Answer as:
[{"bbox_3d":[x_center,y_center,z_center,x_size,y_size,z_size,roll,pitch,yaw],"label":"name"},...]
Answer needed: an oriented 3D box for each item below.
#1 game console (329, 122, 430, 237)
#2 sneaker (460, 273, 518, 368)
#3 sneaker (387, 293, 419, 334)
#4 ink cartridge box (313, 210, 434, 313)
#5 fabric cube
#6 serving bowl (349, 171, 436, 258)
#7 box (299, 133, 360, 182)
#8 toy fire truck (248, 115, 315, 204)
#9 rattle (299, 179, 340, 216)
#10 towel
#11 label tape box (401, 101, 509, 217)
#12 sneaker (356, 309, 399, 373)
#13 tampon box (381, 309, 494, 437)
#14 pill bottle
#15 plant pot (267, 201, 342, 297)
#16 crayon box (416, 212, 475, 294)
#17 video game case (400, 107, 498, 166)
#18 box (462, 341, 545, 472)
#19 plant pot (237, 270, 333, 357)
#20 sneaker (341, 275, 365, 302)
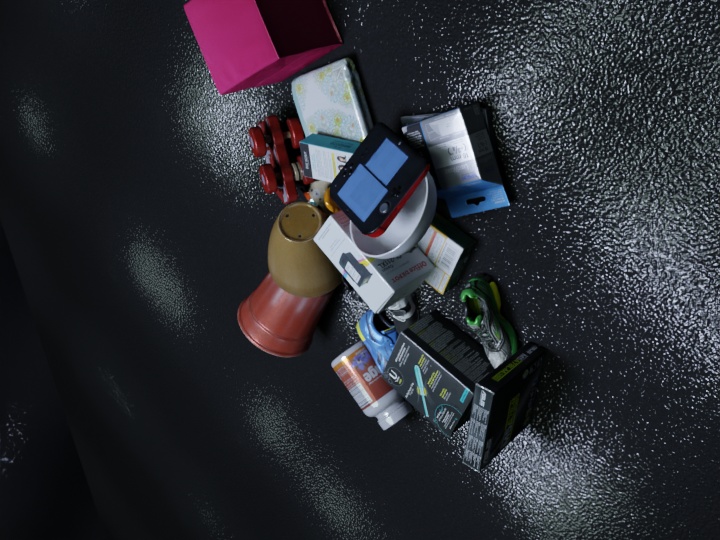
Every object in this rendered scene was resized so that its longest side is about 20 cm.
[{"bbox_3d":[0.029,-0.171,1.436,0.177,0.031,0.200,-55,41,14],"label":"game console"},{"bbox_3d":[0.247,0.113,1.527,0.078,0.085,0.200,-15,100,46],"label":"sneaker"},{"bbox_3d":[0.076,0.065,1.664,0.074,0.088,0.200,15,122,36],"label":"sneaker"},{"bbox_3d":[0.030,-0.034,1.536,0.200,0.146,0.083,50,134,11],"label":"ink cartridge box"},{"bbox_3d":[-0.195,-0.495,1.548,0.199,0.200,0.196,-17,98,45],"label":"fabric cube"},{"bbox_3d":[0.071,-0.111,1.435,0.200,0.066,0.200,-23,57,41],"label":"serving bowl"},{"bbox_3d":[-0.029,-0.221,1.579,0.200,0.049,0.082,17,131,29],"label":"box"},{"bbox_3d":[-0.184,-0.248,1.724,0.168,0.112,0.200,-178,72,-76],"label":"toy fire truck"},{"bbox_3d":[-0.093,-0.147,1.679,0.200,0.143,0.130,9,132,34],"label":"rattle"},{"bbox_3d":[-0.054,-0.328,1.613,0.171,0.048,0.200,-7,106,42],"label":"towel"},{"bbox_3d":[0.176,-0.194,1.423,0.144,0.063,0.200,-10,103,46],"label":"label tape box"},{"bbox_3d":[0.068,0.178,1.742,0.200,0.066,0.078,56,140,7],"label":"sneaker"},{"bbox_3d":[0.172,0.214,1.619,0.200,0.126,0.150,40,133,22],"label":"tampon box"},{"bbox_3d":[0.031,0.266,1.791,0.200,0.112,0.112,54,137,7],"label":"pill bottle"},{"bbox_3d":[-0.120,-0.064,1.644,0.186,0.186,0.200,44,165,17],"label":"plant pot"},{"bbox_3d":[0.127,-0.062,1.574,0.200,0.052,0.126,39,133,22],"label":"crayon box"},{"bbox_3d":[0.170,-0.232,1.469,0.200,0.019,0.143,5,114,43],"label":"video game case"},{"bbox_3d":[0.280,0.263,1.493,0.047,0.193,0.200,25,125,31],"label":"box"},{"bbox_3d":[-0.164,0.068,1.829,0.201,0.201,0.195,46,126,16],"label":"plant pot"},{"bbox_3d":[0.000,0.001,1.654,0.200,0.083,0.071,-101,18,-57],"label":"sneaker"}]
